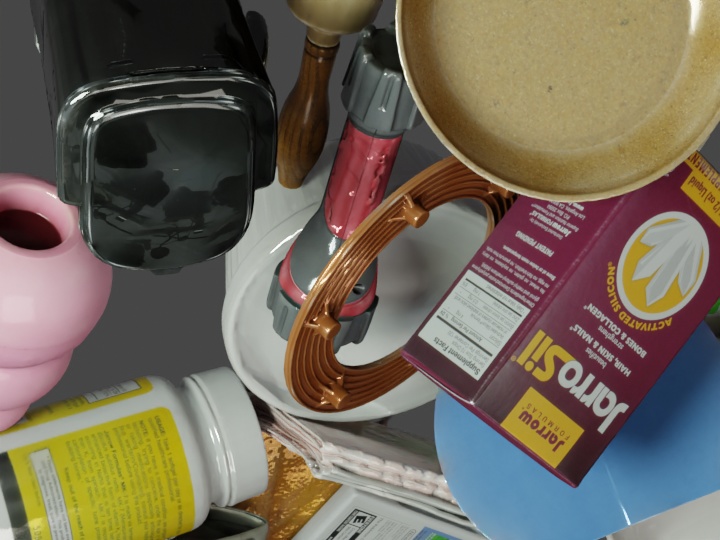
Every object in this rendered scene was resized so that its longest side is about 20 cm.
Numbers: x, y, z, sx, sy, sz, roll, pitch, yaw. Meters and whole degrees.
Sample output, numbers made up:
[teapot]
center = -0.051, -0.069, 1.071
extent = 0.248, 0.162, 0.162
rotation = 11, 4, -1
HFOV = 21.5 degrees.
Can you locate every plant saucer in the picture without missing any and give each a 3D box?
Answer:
[plant saucer]
center = 0.115, -0.139, 1.049
extent = 0.199, 0.035, 0.201
rotation = -1, 96, -8

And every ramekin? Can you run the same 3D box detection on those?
[ramekin]
center = 0.000, 0.000, 1.270
extent = 0.201, 0.094, 0.203
rotation = -9, 133, -10

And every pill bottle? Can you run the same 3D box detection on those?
[pill bottle]
center = -0.172, 0.139, 1.316
extent = 0.199, 0.114, 0.115
rotation = -16, 135, -19

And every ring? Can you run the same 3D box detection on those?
[ring]
center = 0.035, 0.011, 1.149
extent = 0.200, 0.019, 0.201
rotation = -36, 152, -23

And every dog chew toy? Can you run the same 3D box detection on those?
[dog chew toy]
center = -0.233, 0.032, 1.213
extent = 0.124, 0.125, 0.200
rotation = 6, 137, -22

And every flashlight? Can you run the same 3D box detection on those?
[flashlight]
center = -0.004, -0.044, 1.115
extent = 0.068, 0.068, 0.201
rotation = -18, 140, -38

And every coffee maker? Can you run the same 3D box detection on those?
[coffee maker]
center = -0.126, -0.129, 1.036
extent = 0.134, 0.200, 0.192
rotation = -23, 134, 3

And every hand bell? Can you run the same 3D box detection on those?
[hand bell]
center = -0.024, -0.131, 1.139
extent = 0.104, 0.104, 0.201
rotation = 0, 134, -18

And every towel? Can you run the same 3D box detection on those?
[towel]
center = 0.029, 0.138, 1.337
extent = 0.199, 0.191, 0.032
rotation = 19, 92, -20

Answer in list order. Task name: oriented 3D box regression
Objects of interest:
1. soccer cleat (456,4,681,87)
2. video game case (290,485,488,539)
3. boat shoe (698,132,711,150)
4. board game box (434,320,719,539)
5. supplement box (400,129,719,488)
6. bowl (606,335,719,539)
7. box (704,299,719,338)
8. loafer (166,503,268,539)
[soccer cleat]
center = 0.142, -0.132, 1.098
extent = 0.199, 0.068, 0.073
rotation = -14, 133, -1
[video game case]
center = 0.002, 0.263, 1.565
extent = 0.182, 0.022, 0.200
rotation = 24, 120, -34
[boat shoe]
center = 0.172, -0.078, 1.236
extent = 0.072, 0.059, 0.200
rotation = 44, 71, -35
[board game box]
center = 0.149, 0.098, 1.251
extent = 0.199, 0.159, 0.039
rotation = -23, 161, 7
[supplement box]
center = 0.135, 0.012, 1.137
extent = 0.110, 0.086, 0.200
rotation = 38, 88, -34
[bowl]
center = 0.252, 0.120, 1.346
extent = 0.199, 0.075, 0.200
rotation = -23, 137, 2
[box]
center = 0.181, 0.037, 1.363
extent = 0.176, 0.097, 0.201
rotation = -1, 133, -20
[loafer]
center = -0.159, 0.188, 1.416
extent = 0.199, 0.070, 0.070
rotation = 17, 117, -37
